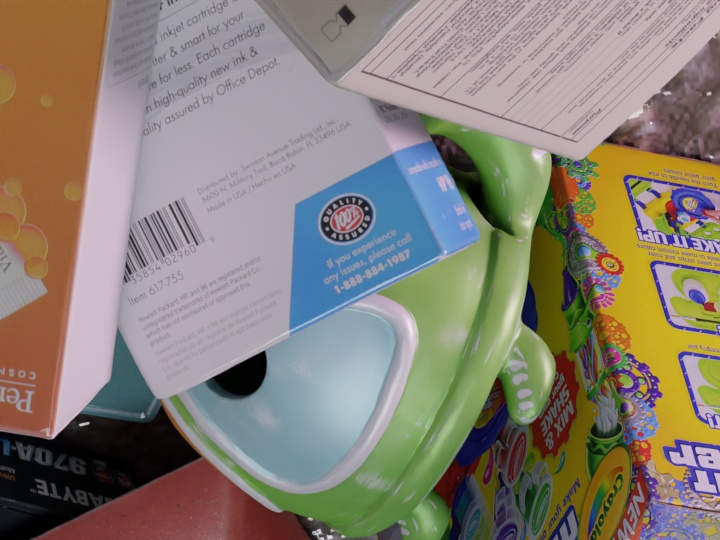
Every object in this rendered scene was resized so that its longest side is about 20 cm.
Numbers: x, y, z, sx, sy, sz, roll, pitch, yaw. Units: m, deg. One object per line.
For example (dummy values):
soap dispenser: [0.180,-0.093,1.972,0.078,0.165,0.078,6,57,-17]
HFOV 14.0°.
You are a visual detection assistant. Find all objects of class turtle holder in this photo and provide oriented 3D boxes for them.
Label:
turtle holder: [-0.003,0.010,1.086,0.132,0.141,0.186,22,142,-18]

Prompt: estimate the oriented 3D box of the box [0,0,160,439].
box: [-0.134,-0.061,0.924,0.124,0.097,0.200,9,99,4]

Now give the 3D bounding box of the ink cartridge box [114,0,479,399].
ink cartridge box: [-0.058,-0.072,0.998,0.116,0.200,0.068,-27,179,14]

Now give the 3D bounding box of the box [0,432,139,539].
box: [-0.210,0.134,1.227,0.159,0.046,0.200,21,128,-39]

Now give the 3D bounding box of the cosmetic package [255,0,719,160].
cosmetic package: [0.042,-0.108,0.942,0.103,0.087,0.200,-45,158,14]

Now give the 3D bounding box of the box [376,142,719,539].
box: [0.105,0.089,1.156,0.122,0.193,0.200,10,132,-22]

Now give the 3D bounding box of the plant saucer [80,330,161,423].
plant saucer: [-0.161,0.023,1.154,0.200,0.019,0.070,10,133,-23]

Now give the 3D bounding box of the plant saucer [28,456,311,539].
plant saucer: [-0.108,0.167,1.248,0.200,0.037,0.200,-25,150,1]
